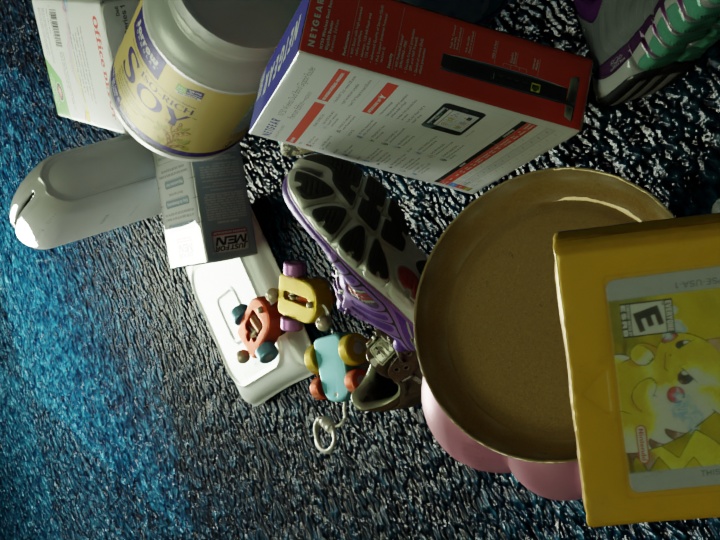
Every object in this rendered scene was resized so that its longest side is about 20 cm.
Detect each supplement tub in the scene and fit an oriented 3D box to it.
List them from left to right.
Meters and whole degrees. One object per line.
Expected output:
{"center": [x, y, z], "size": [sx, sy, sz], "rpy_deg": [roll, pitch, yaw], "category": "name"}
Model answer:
{"center": [-0.137, -0.202, 1.050], "size": [0.146, 0.145, 0.200], "rpy_deg": [63, 149, 10], "category": "supplement tub"}

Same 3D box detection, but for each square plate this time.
{"center": [-0.131, 0.046, 1.299], "size": [0.200, 0.028, 0.199], "rpy_deg": [-35, 78, 58], "category": "square plate"}

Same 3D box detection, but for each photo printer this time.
{"center": [-0.292, -0.091, 1.303], "size": [0.166, 0.200, 0.070], "rpy_deg": [-36, 77, 57], "category": "photo printer"}

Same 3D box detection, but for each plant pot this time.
{"center": [0.132, 0.029, 0.780], "size": [0.199, 0.027, 0.201], "rpy_deg": [-7, 74, 25], "category": "plant pot"}

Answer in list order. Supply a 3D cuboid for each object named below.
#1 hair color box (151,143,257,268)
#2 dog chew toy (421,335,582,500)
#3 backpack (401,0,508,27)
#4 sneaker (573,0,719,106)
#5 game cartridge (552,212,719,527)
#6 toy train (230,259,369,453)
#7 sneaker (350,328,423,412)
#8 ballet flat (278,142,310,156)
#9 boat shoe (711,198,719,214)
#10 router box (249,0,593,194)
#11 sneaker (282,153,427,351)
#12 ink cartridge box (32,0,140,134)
{"center": [-0.169, -0.107, 1.210], "size": [0.099, 0.060, 0.201], "rpy_deg": [-7, 92, 59], "category": "hair color box"}
{"center": [0.140, 0.107, 0.834], "size": [0.200, 0.124, 0.125], "rpy_deg": [28, 130, 38], "category": "dog chew toy"}
{"center": [0.017, -0.233, 0.788], "size": [0.154, 0.163, 0.201], "rpy_deg": [25, 136, 45], "category": "backpack"}
{"center": [0.181, -0.171, 0.649], "size": [0.200, 0.074, 0.088], "rpy_deg": [-39, 70, 58], "category": "sneaker"}
{"center": [0.215, 0.053, 0.639], "size": [0.199, 0.032, 0.177], "rpy_deg": [-7, 107, 12], "category": "game cartridge"}
{"center": [-0.049, 0.076, 1.148], "size": [0.200, 0.055, 0.151], "rpy_deg": [49, 130, 34], "category": "toy train"}
{"center": [0.047, 0.060, 0.985], "size": [0.070, 0.075, 0.200], "rpy_deg": [51, 145, 28], "category": "sneaker"}
{"center": [-0.020, -0.157, 0.982], "size": [0.075, 0.068, 0.200], "rpy_deg": [37, 137, 18], "category": "ballet flat"}
{"center": [0.241, 0.051, 0.684], "size": [0.074, 0.067, 0.201], "rpy_deg": [-77, -17, -59], "category": "boat shoe"}
{"center": [0.030, -0.113, 0.773], "size": [0.200, 0.179, 0.049], "rpy_deg": [154, 129, -74], "category": "router box"}
{"center": [0.000, 0.000, 0.881], "size": [0.083, 0.081, 0.200], "rpy_deg": [-18, 125, 35], "category": "sneaker"}
{"center": [-0.284, -0.243, 1.312], "size": [0.200, 0.084, 0.145], "rpy_deg": [20, 124, 52], "category": "ink cartridge box"}
